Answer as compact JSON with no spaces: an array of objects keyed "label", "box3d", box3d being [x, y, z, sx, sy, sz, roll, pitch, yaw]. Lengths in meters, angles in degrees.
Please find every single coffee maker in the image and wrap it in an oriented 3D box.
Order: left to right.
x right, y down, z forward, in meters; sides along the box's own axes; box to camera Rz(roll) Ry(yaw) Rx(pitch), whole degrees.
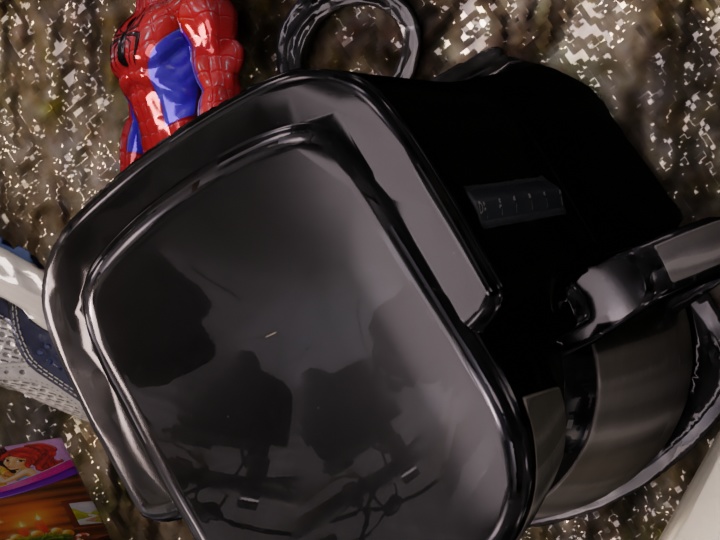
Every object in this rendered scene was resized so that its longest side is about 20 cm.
[{"label":"coffee maker","box3d":[0.000,0.000,0.691,0.192,0.200,0.135,38,106,16]}]

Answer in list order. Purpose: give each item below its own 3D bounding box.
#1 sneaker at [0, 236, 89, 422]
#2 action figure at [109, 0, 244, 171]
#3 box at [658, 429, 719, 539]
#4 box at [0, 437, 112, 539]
[{"label":"sneaker","box3d":[-0.162,0.016,0.772,0.199,0.077,0.086,25,82,-6]},{"label":"action figure","box3d":[-0.054,-0.021,0.790,0.065,0.051,0.202,-16,85,57]},{"label":"box","box3d":[0.121,0.105,0.707,0.077,0.095,0.201,31,106,17]},{"label":"box","box3d":[-0.163,0.111,0.691,0.137,0.198,0.039,-130,36,-57]}]
